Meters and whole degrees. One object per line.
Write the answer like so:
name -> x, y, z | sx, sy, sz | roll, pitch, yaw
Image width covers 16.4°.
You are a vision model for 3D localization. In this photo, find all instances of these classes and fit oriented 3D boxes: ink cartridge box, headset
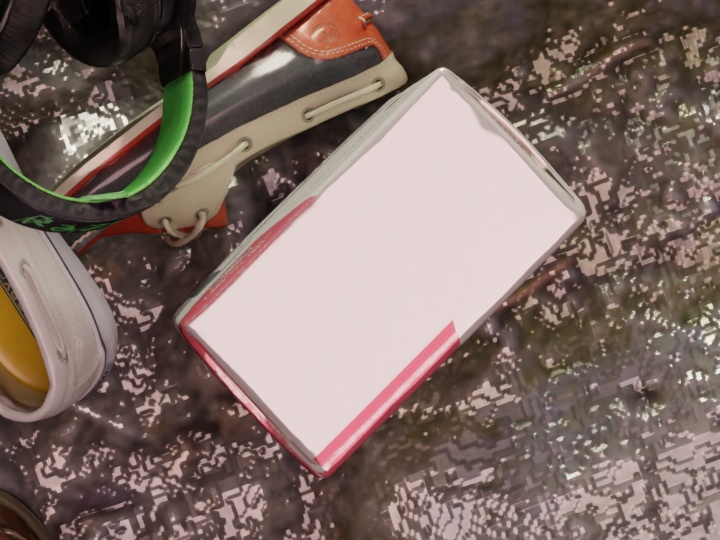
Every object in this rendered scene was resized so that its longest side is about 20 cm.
ink cartridge box -> 0.000, 0.000, 1.015 | 0.146, 0.200, 0.085 | -45, 92, -4
headset -> -0.120, -0.117, 0.985 | 0.123, 0.094, 0.201 | -10, 82, -38

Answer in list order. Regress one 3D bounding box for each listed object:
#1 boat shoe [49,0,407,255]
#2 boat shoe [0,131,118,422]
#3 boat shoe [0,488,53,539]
boat shoe -> -0.071, -0.048, 1.074 | 0.200, 0.071, 0.063 | -39, 99, -9
boat shoe -> -0.181, -0.021, 0.999 | 0.074, 0.086, 0.202 | -31, 96, 21
boat shoe -> -0.124, 0.180, 1.069 | 0.076, 0.072, 0.200 | -43, 96, -4
